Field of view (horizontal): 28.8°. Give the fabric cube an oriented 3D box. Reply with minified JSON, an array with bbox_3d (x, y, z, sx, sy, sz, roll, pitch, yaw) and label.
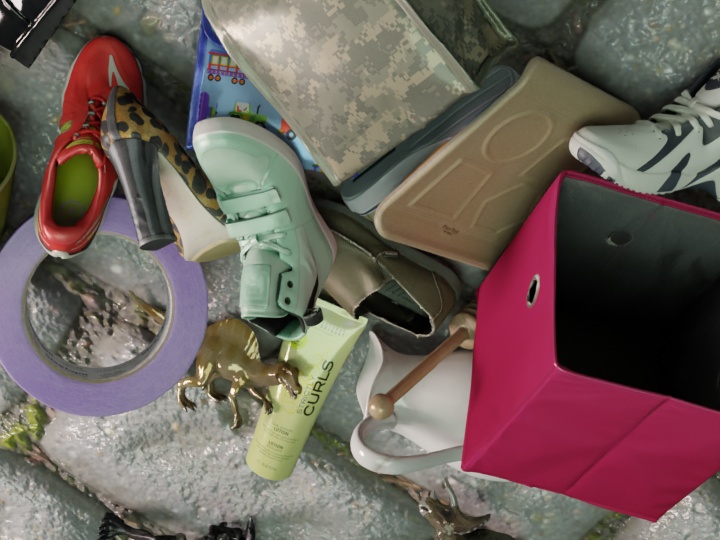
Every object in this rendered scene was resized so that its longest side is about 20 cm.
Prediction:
[{"bbox_3d":[0.213,0.068,1.191,0.198,0.198,0.200,15,146,-11],"label":"fabric cube"}]

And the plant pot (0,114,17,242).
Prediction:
[{"bbox_3d":[-0.404,-0.033,1.270,0.185,0.188,0.201,12,135,-1],"label":"plant pot"}]

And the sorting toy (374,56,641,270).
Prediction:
[{"bbox_3d":[0.126,-0.090,1.201,0.200,0.037,0.184,-45,146,24],"label":"sorting toy"}]

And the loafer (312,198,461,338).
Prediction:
[{"bbox_3d":[0.000,0.000,1.285,0.198,0.070,0.075,23,135,-8],"label":"loafer"}]

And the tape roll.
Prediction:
[{"bbox_3d":[-0.241,0.030,1.289,0.198,0.066,0.202,-1,97,-11],"label":"tape roll"}]

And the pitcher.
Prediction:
[{"bbox_3d":[0.091,0.143,1.305,0.198,0.172,0.122,13,125,0],"label":"pitcher"}]

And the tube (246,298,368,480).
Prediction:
[{"bbox_3d":[-0.062,0.115,1.380,0.058,0.052,0.201,3,122,-36],"label":"tube"}]

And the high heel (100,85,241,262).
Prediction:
[{"bbox_3d":[-0.153,-0.084,1.229,0.071,0.200,0.144,-21,79,19],"label":"high heel"}]

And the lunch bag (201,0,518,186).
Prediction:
[{"bbox_3d":[-0.009,-0.195,1.069,0.164,0.118,0.200,-32,102,38],"label":"lunch bag"}]

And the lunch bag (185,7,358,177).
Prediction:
[{"bbox_3d":[-0.059,-0.196,1.190,0.149,0.094,0.202,9,106,-1],"label":"lunch bag"}]

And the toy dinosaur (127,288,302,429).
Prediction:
[{"bbox_3d":[-0.142,0.088,1.376,0.199,0.058,0.102,25,113,13],"label":"toy dinosaur"}]

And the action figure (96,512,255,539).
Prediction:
[{"bbox_3d":[-0.179,0.315,1.477,0.198,0.102,0.120,9,109,3],"label":"action figure"}]

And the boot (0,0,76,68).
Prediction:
[{"bbox_3d":[-0.298,-0.283,1.159,0.168,0.077,0.200,34,124,-17],"label":"boot"}]

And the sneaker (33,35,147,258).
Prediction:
[{"bbox_3d":[-0.230,-0.108,1.209,0.076,0.085,0.202,12,83,-10],"label":"sneaker"}]

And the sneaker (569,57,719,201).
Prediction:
[{"bbox_3d":[0.275,-0.131,1.168,0.197,0.080,0.131,10,113,-18],"label":"sneaker"}]

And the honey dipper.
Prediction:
[{"bbox_3d":[0.067,0.078,1.260,0.038,0.200,0.038,17,123,30],"label":"honey dipper"}]

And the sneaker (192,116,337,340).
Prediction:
[{"bbox_3d":[-0.082,-0.028,1.157,0.073,0.119,0.201,-10,136,26],"label":"sneaker"}]

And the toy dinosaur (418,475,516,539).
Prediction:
[{"bbox_3d":[0.134,0.308,1.449,0.200,0.077,0.103,39,84,-30],"label":"toy dinosaur"}]

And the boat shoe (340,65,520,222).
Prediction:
[{"bbox_3d":[0.071,-0.107,1.234,0.199,0.072,0.062,-33,131,29],"label":"boat shoe"}]
